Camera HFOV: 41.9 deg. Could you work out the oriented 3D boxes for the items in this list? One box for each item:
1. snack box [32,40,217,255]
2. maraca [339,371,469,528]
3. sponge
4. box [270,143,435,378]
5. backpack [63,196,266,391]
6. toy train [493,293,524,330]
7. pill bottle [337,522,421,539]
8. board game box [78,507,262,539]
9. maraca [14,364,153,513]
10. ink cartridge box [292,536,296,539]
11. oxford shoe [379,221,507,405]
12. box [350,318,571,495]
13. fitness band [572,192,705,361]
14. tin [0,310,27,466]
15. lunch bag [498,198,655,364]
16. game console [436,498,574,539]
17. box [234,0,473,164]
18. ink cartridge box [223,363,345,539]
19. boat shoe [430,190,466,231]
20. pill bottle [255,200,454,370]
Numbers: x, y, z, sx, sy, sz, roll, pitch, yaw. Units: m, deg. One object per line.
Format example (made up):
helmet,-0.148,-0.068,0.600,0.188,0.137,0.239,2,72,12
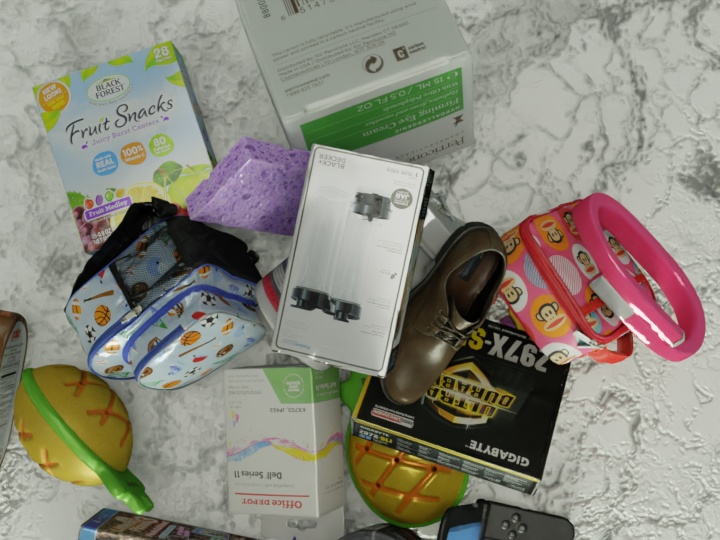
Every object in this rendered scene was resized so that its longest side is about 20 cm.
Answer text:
snack box,-0.257,-0.136,1.071,0.168,0.068,0.201,-20,86,0
maraca,0.044,0.183,1.038,0.137,0.107,0.201,-20,80,9
sponge,-0.066,-0.078,0.972,0.112,0.200,0.030,-41,57,37
box,-0.007,-0.010,0.893,0.116,0.060,0.201,11,94,9
backpack,-0.207,0.044,1.007,0.190,0.200,0.154,-30,64,14
toy train,0.154,0.084,1.072,0.150,0.056,0.201,-3,89,8
pill bottle,0.015,0.321,0.976,0.106,0.200,0.107,-2,78,10
board game box,-0.215,0.367,1.032,0.199,0.097,0.160,12,87,1
maraca,-0.294,0.182,1.012,0.107,0.137,0.200,-42,83,-5
ink cartridge box,-0.051,0.391,1.004,0.076,0.136,0.201,-25,91,3
oxford shoe,0.077,0.049,0.913,0.072,0.084,0.200,24,103,-12
box,0.109,0.126,0.989,0.199,0.049,0.160,18,58,9
fitness band,0.291,0.005,0.978,0.200,0.144,0.037,45,126,-12
tin,-0.408,0.142,1.037,0.042,0.112,0.201,11,88,-9
lunch bag,0.231,0.020,1.000,0.082,0.200,0.176,-38,79,35
game console,0.145,0.362,1.019,0.175,0.116,0.201,13,88,-3
box,-0.005,-0.220,0.998,0.198,0.171,0.201,-20,66,-1
ink cartridge box,-0.083,0.205,1.036,0.117,0.067,0.201,-5,87,25
boat shoe,0.048,-0.090,1.068,0.202,0.074,0.065,32,86,10
pill bottle,0.000,0.000,0.983,0.200,0.120,0.120,-39,88,9
